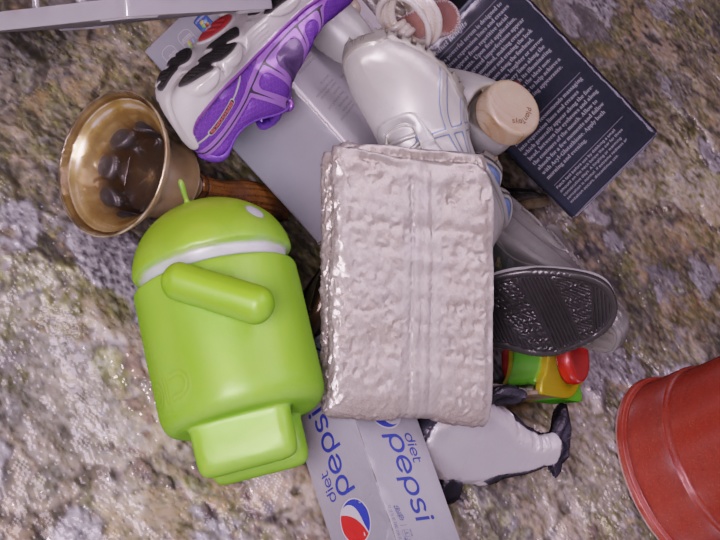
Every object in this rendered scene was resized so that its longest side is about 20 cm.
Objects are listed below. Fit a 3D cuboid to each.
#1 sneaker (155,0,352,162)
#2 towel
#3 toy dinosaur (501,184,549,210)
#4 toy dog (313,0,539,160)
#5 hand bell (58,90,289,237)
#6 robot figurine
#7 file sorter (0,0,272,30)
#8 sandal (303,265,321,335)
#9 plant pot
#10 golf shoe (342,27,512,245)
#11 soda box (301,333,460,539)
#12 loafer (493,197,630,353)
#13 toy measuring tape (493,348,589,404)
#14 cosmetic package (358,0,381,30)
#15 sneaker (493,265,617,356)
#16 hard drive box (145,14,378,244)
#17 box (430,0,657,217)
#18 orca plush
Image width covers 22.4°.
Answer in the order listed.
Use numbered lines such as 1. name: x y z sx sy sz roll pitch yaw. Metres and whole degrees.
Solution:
1. sneaker: -0.070 -0.152 1.314 0.200 0.080 0.084 -47 125 -32
2. towel: 0.032 0.009 1.304 0.132 0.034 0.202 5 82 -22
3. toy dinosaur: 0.123 -0.047 1.597 0.199 0.047 0.089 7 51 -46
4. toy dog: 0.061 -0.158 1.438 0.200 0.131 0.097 51 44 -23
5. hand bell: -0.118 -0.059 1.350 0.199 0.104 0.105 16 51 -54
6. robot figurine: -0.092 0.040 1.247 0.175 0.115 0.201 52 23 -74
7. file sorter: -0.184 -0.234 1.276 0.138 0.199 0.126 -12 99 -49
8. sandal: 0.000 0.000 1.401 0.054 0.082 0.200 34 27 2
9. plant pot: 0.359 0.142 1.571 0.200 0.195 0.202 26 47 -30
10. golf shoe: 0.049 -0.087 1.362 0.200 0.078 0.097 53 32 -24
11. soda box: 0.008 0.145 1.319 0.063 0.068 0.201 0 62 -42
12. loafer: 0.147 -0.010 1.485 0.070 0.070 0.200 -33 63 -33
13. toy measuring tape: 0.133 0.069 1.479 0.200 0.073 0.074 13 52 -57
14. cosmetic package: -0.012 -0.183 1.555 0.200 0.051 0.083 50 41 -5
15. sneaker: 0.104 0.025 1.433 0.121 0.198 0.084 -64 144 -69
16. hard drive box: -0.055 -0.141 1.433 0.200 0.077 0.156 47 24 -6
17. box: 0.145 -0.161 1.601 0.200 0.107 0.148 44 6 -10
18. orca plush: 0.090 0.117 1.423 0.199 0.106 0.071 -7 35 -44
